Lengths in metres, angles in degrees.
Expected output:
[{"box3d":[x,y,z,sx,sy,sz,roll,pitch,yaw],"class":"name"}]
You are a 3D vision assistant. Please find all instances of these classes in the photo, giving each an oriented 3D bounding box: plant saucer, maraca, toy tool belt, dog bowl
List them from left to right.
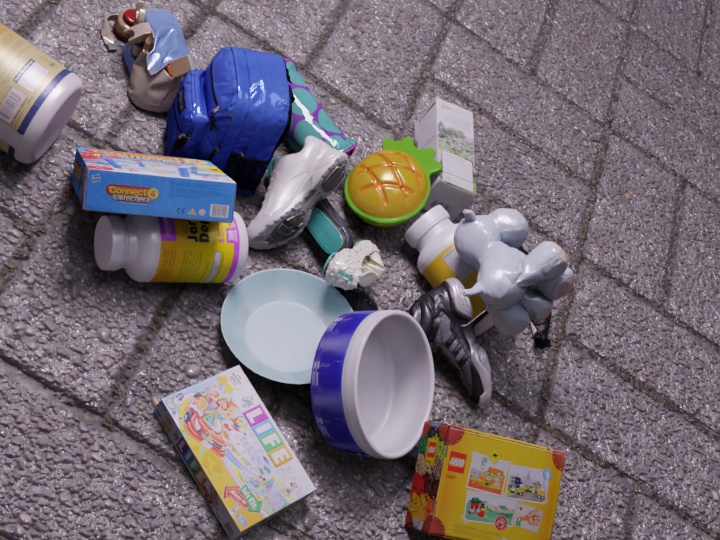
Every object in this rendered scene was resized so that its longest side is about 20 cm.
[{"box3d":[-0.315,-0.353,1.789,0.124,0.123,0.201,-11,64,-38],"class":"toy tool belt"},{"box3d":[-0.103,0.087,1.640,0.198,0.039,0.203,8,50,-10],"class":"plant saucer"},{"box3d":[0.019,0.156,1.589,0.199,0.078,0.203,3,87,-54],"class":"dog bowl"},{"box3d":[0.055,-0.148,1.883,0.136,0.108,0.200,29,53,11],"class":"maraca"}]

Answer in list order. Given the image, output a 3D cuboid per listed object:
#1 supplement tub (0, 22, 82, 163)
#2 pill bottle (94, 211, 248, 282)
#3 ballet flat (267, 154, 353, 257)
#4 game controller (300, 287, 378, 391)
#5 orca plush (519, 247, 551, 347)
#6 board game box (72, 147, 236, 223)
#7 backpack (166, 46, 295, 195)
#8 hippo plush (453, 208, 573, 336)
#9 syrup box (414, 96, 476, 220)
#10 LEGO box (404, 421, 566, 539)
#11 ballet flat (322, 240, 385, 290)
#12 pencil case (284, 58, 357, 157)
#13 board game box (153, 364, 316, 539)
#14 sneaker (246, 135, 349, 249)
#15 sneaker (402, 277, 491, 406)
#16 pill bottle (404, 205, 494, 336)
[{"box3d":[-0.500,-0.257,1.580,0.199,0.145,0.145,35,45,-7],"class":"supplement tub"},{"box3d":[-0.263,-0.036,1.598,0.198,0.104,0.105,0,57,-33],"class":"pill bottle"},{"box3d":[-0.074,-0.096,1.803,0.073,0.073,0.201,-19,64,-41],"class":"ballet flat"},{"box3d":[-0.034,0.104,1.700,0.103,0.042,0.201,17,48,-4],"class":"game controller"},{"box3d":[0.286,0.026,1.939,0.104,0.071,0.202,13,52,-25],"class":"orca plush"},{"box3d":[-0.287,-0.119,1.577,0.198,0.057,0.196,4,12,-20],"class":"board game box"},{"box3d":[-0.193,-0.229,1.723,0.166,0.200,0.164,5,56,-30],"class":"backpack"},{"box3d":[0.206,-0.004,1.744,0.198,0.160,0.161,-20,51,-14],"class":"hippo plush"},{"box3d":[0.147,-0.196,2.006,0.078,0.081,0.202,19,49,-22],"class":"syrup box"},{"box3d":[0.176,0.306,1.609,0.198,0.077,0.151,16,80,-22],"class":"LEGO box"},{"box3d":[0.000,0.000,1.729,0.072,0.072,0.200,47,18,6],"class":"ballet flat"},{"box3d":[-0.090,-0.250,1.887,0.092,0.085,0.201,-32,78,-27],"class":"pencil case"},{"box3d":[-0.164,0.236,1.510,0.134,0.034,0.201,-22,71,-42],"class":"board game box"},{"box3d":[-0.111,-0.120,1.749,0.200,0.078,0.099,-46,63,-8],"class":"sneaker"},{"box3d":[0.127,0.120,1.765,0.113,0.075,0.202,-16,91,-9],"class":"sneaker"},{"box3d":[0.162,-0.003,1.850,0.112,0.112,0.201,-30,76,-43],"class":"pill bottle"}]
